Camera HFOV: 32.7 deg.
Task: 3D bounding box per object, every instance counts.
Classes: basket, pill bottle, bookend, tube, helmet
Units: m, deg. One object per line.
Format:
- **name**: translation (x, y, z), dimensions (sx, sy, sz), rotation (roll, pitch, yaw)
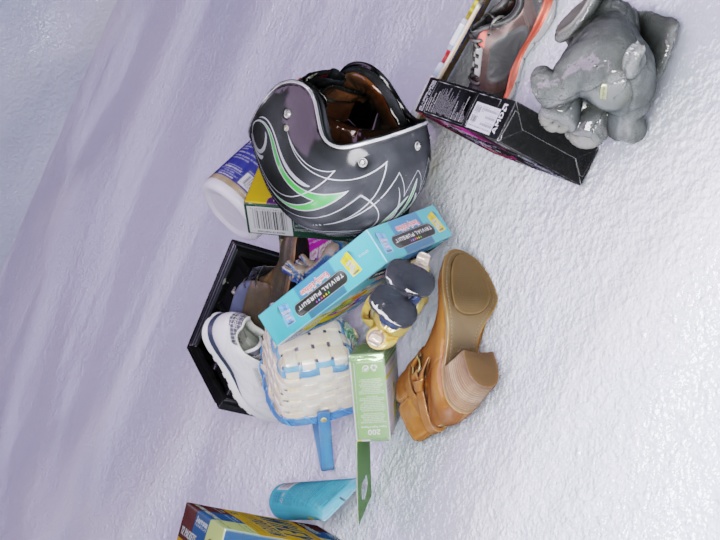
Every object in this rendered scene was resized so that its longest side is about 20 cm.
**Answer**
- **basket**: translation (-0.061, 0.145, 1.630), dimensions (0.200, 0.139, 0.177), rotation (93, 165, -45)
- **pill bottle**: translation (-0.130, -0.149, 1.836), dimensions (0.200, 0.116, 0.116), rotation (-45, 20, -21)
- **bookend**: translation (-0.168, 0.089, 1.883), dimensions (0.199, 0.092, 0.200), rotation (-65, 30, 16)
- **tube**: translation (-0.061, 0.298, 1.599), dimensions (0.077, 0.050, 0.200), rotation (-48, 11, -25)
- **helmet**: translation (-0.018, -0.133, 1.424), dimensions (0.191, 0.200, 0.200), rotation (51, 131, 11)

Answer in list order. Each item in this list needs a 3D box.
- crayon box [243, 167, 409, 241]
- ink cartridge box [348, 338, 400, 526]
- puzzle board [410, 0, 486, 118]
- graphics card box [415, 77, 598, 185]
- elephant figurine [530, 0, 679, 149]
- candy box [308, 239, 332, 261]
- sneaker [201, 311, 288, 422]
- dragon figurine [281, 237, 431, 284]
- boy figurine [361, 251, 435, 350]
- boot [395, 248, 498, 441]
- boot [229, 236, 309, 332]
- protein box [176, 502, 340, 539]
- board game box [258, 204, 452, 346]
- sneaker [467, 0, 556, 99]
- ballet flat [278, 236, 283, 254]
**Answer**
- **crayon box**: translation (-0.031, -0.115, 1.588), dimensions (0.173, 0.200, 0.058), rotation (-73, -16, -46)
- **ink cartridge box**: translation (0.020, 0.187, 1.466), dimensions (0.146, 0.048, 0.200), rotation (-32, -62, -82)
- **puzzle board**: translation (0.109, -0.263, 1.560), dimensions (0.200, 0.017, 0.151), rotation (-61, -2, 24)
- **graphics card box**: translation (0.160, -0.159, 1.376), dimensions (0.051, 0.125, 0.200), rotation (-64, 29, 3)
- **elephant figurine**: translation (0.251, -0.238, 1.267), dimensions (0.155, 0.142, 0.200), rotation (-2, 54, 32)
- **candy box**: translation (-0.022, -0.070, 1.732), dimensions (0.136, 0.061, 0.200), rotation (-29, 52, 55)
- **sneaker**: translation (-0.142, 0.140, 1.727), dimensions (0.080, 0.200, 0.076), rotation (-8, 38, 40)
- **dragon figurine**: translation (0.000, 0.000, 1.591), dimensions (0.059, 0.200, 0.100), rotation (-64, -10, -52)
- **boy figurine**: translation (0.042, 0.034, 1.405), dimensions (0.124, 0.064, 0.200), rotation (-59, 0, -8)
- **boot**: translation (0.097, 0.090, 1.436), dimensions (0.155, 0.077, 0.200), rotation (-48, 43, 47)
- **boot**: translation (-0.130, 0.017, 1.701), dimensions (0.075, 0.097, 0.200), rotation (-52, -22, -54)
- **protein box**: translation (-0.132, 0.416, 1.530), dimensions (0.135, 0.198, 0.200), rotation (8, 83, 62)
- **board game box**: translation (-0.006, 0.006, 1.462), dimensions (0.200, 0.151, 0.047), rotation (-37, 82, 35)
- **sneaker**: translation (0.155, -0.266, 1.488), dimensions (0.200, 0.082, 0.077), rotation (-63, 30, 20)
- **ballet flat**: translation (-0.094, -0.048, 1.865), dimensions (0.075, 0.068, 0.200), rotation (-26, 55, 28)
